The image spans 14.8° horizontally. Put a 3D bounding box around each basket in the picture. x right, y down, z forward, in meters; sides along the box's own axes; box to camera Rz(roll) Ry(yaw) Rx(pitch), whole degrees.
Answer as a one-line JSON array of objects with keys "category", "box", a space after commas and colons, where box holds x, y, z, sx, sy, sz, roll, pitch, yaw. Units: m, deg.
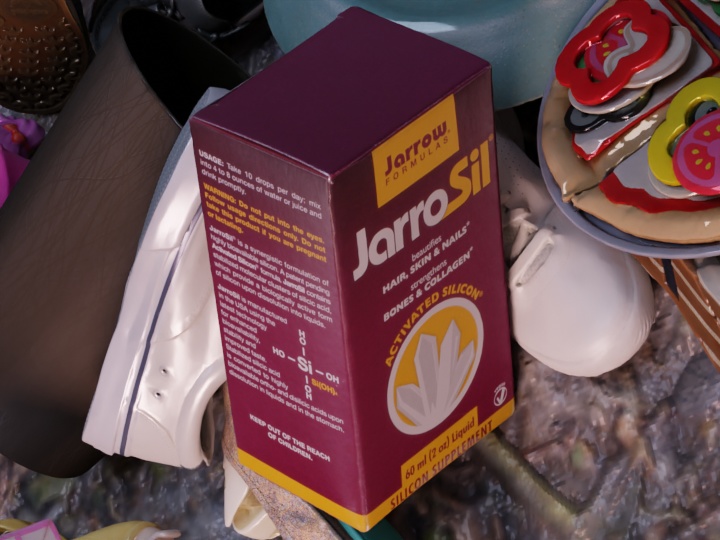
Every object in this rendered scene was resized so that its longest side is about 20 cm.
[{"category": "basket", "box": [-0.122, -0.002, 1.407, 0.200, 0.136, 0.180, -50, 50, 17]}]

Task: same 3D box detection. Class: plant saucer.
[{"category": "plant saucer", "box": [0.047, -0.161, 1.332, 0.199, 0.036, 0.200, -7, 51, 9]}]

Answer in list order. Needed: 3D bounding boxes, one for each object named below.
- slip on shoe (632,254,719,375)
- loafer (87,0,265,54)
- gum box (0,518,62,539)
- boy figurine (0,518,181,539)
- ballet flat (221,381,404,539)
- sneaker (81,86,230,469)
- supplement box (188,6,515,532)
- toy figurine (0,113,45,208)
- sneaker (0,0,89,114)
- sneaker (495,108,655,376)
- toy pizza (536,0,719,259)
[{"category": "slip on shoe", "box": [0.169, 0.000, 1.222, 0.061, 0.076, 0.200, -29, 52, -10]}, {"category": "loafer", "box": [-0.068, -0.160, 1.450, 0.200, 0.072, 0.063, -29, 18, 24]}, {"category": "gum box", "box": [-0.149, 0.235, 1.315, 0.200, 0.066, 0.114, 61, 142, 14]}, {"category": "boy figurine", "box": [-0.129, 0.176, 1.386, 0.200, 0.064, 0.125, 34, 102, 38]}, {"category": "ballet flat", "box": [-0.029, 0.118, 1.330, 0.067, 0.068, 0.200, -51, 48, 22]}, {"category": "sneaker", "box": [-0.073, 0.006, 1.295, 0.073, 0.071, 0.200, -80, 8, -57]}, {"category": "supplement box", "box": [0.000, 0.000, 1.246, 0.086, 0.200, 0.110, 25, 47, 35]}, {"category": "toy figurine", "box": [-0.243, -0.043, 1.542, 0.184, 0.150, 0.200, 1, 49, 24]}, {"category": "sneaker", "box": [-0.178, -0.172, 1.494, 0.067, 0.200, 0.090, 3, 61, 3]}, {"category": "sneaker", "box": [0.059, -0.030, 1.300, 0.075, 0.088, 0.200, -46, 52, 13]}, {"category": "toy pizza", "box": [0.162, -0.092, 1.204, 0.200, 0.032, 0.201, -21, 45, 22]}]
